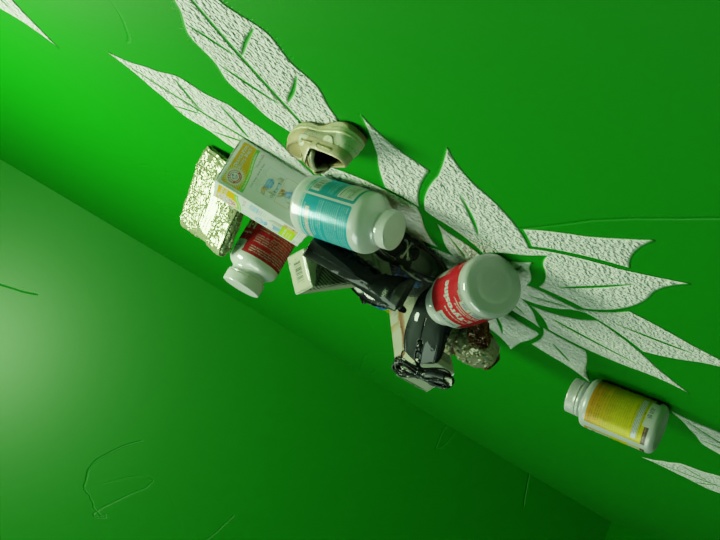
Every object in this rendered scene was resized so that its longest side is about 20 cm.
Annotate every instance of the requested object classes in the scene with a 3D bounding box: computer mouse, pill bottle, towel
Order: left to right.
[{"bbox_3d":[-0.301,-0.143,1.670,0.148,0.200,0.036,36,-151,20],"label":"towel"},{"bbox_3d":[-0.208,-0.049,1.734,0.112,0.200,0.112,27,166,7],"label":"pill bottle"},{"bbox_3d":[-0.020,-0.095,1.419,0.200,0.111,0.111,20,164,34],"label":"pill bottle"},{"bbox_3d":[0.134,0.123,1.568,0.138,0.201,0.053,15,-178,29],"label":"computer mouse"},{"bbox_3d":[0.194,0.043,1.448,0.112,0.113,0.200,32,160,-10],"label":"pill bottle"},{"bbox_3d":[0.541,0.301,1.713,0.200,0.109,0.109,20,164,31],"label":"pill bottle"}]

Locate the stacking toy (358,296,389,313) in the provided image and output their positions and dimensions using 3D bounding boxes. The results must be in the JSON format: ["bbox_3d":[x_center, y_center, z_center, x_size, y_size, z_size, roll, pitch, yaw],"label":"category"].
[{"bbox_3d":[0.070,0.070,1.902,0.085,0.086,0.200,19,167,36],"label":"stacking toy"}]

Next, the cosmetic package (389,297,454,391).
[{"bbox_3d":[0.133,0.153,1.787,0.103,0.200,0.087,33,123,-30],"label":"cosmetic package"}]

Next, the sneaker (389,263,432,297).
[{"bbox_3d":[0.069,0.004,1.715,0.199,0.076,0.077,17,-167,26],"label":"sneaker"}]

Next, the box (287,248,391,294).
[{"bbox_3d":[-0.040,-0.006,1.606,0.199,0.082,0.068,-8,169,-36],"label":"box"}]

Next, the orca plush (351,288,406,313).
[{"bbox_3d":[0.026,0.046,1.790,0.200,0.105,0.071,35,136,31],"label":"orca plush"}]

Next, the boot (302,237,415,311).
[{"bbox_3d":[0.000,0.000,1.528,0.200,0.066,0.165,28,-175,9],"label":"boot"}]

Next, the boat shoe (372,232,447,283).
[{"bbox_3d":[0.090,-0.030,1.511,0.060,0.074,0.200,13,162,48],"label":"boat shoe"}]

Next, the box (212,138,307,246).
[{"bbox_3d":[-0.173,-0.148,1.552,0.200,0.102,0.112,31,166,-8],"label":"box"}]

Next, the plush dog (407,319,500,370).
[{"bbox_3d":[0.206,0.133,1.641,0.172,0.161,0.200,34,169,32],"label":"plush dog"}]

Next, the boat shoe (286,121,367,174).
[{"bbox_3d":[-0.067,-0.189,1.273,0.072,0.065,0.200,38,164,-31],"label":"boat shoe"}]
